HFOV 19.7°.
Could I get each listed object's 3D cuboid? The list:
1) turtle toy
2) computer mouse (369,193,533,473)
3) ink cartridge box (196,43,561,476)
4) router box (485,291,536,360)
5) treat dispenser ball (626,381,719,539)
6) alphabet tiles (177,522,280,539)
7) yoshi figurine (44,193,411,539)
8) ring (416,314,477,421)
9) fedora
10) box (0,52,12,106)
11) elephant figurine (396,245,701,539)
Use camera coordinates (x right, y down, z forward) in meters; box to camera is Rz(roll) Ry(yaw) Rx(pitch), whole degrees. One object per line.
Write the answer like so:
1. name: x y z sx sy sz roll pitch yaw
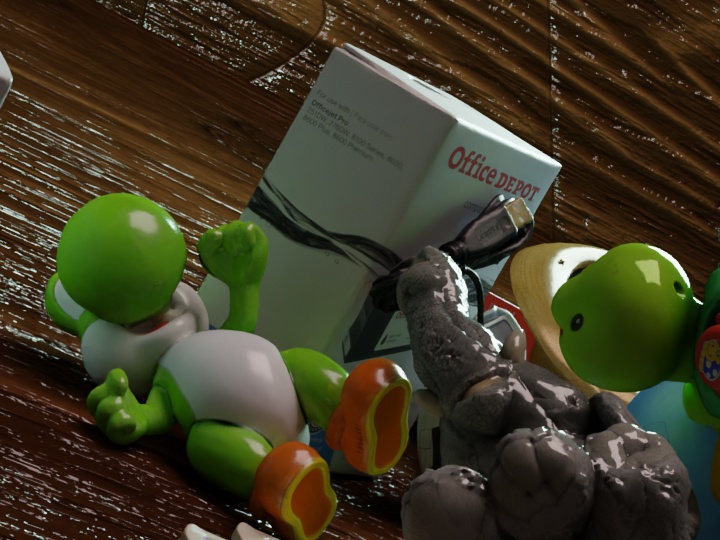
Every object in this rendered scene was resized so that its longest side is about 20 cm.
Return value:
1. turtle toy: 0.183 0.025 0.908 0.200 0.146 0.101 -8 -47 26
2. computer mouse: 0.051 0.057 1.066 0.044 0.200 0.110 20 43 31
3. ink cartridge box: 0.000 0.000 1.073 0.084 0.200 0.145 33 8 26
4. router box: 0.041 0.034 1.391 0.179 0.049 0.200 28 -8 -4
5. treat dispenser ball: 0.211 0.129 1.018 0.201 0.201 0.201 29 7 -4
6. alphabet tiles: 0.021 0.159 0.817 0.200 0.015 0.196 27 8 -22
7. yoshi figurine: -0.077 0.031 0.954 0.200 0.112 0.112 31 13 32
8. ring: 0.013 0.029 1.242 0.200 0.019 0.200 30 -25 16
9. fedora: 0.154 0.069 1.213 0.201 0.082 0.201 24 29 -14
10. box: -0.275 -0.091 0.894 0.199 0.131 0.200 26 8 -22
11. elephant figurine: 0.078 0.093 0.869 0.141 0.155 0.200 6 15 0
